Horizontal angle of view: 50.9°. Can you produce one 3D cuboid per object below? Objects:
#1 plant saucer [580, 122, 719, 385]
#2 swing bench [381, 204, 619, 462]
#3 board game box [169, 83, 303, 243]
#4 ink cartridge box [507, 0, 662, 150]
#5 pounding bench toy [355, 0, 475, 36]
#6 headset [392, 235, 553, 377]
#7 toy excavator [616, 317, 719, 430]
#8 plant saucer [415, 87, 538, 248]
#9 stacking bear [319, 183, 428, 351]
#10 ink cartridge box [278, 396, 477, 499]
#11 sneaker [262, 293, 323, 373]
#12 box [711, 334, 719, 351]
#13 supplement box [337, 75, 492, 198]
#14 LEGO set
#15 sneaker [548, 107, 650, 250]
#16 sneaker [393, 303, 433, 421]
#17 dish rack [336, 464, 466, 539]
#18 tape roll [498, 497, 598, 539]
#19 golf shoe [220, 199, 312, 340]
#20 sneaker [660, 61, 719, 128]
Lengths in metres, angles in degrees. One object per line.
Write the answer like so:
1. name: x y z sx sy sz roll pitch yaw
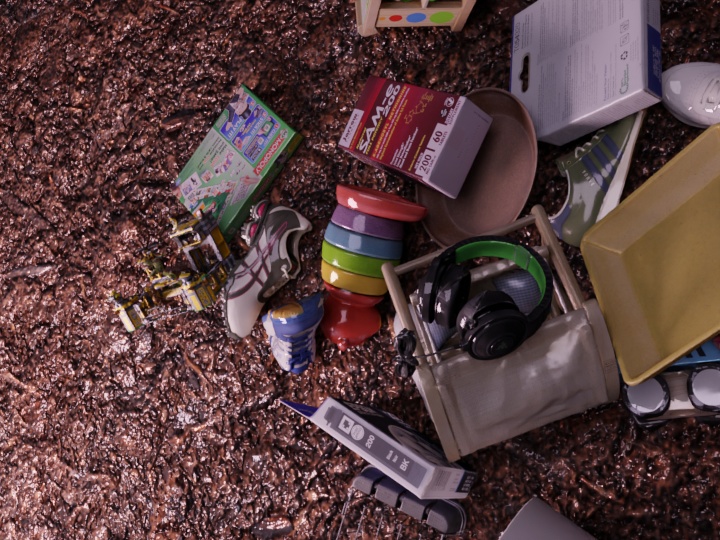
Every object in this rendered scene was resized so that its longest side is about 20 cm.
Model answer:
1. plant saucer: 0.327 -0.011 0.754 0.200 0.048 0.203 -46 35 37
2. swing bench: 0.149 0.069 0.826 0.195 0.131 0.203 -21 50 2
3. board game box: -0.190 -0.161 1.145 0.134 0.029 0.201 43 100 24
4. ink cartridge box: 0.261 -0.257 0.898 0.198 0.043 0.201 -20 60 54
5. pounding bench toy: 0.076 -0.386 1.008 0.152 0.200 0.128 -3 81 -7
6. headset: 0.103 0.031 0.733 0.123 0.095 0.199 34 62 31
7. toy excavator: 0.363 0.056 0.808 0.190 0.100 0.205 -10 69 23
8. plant saucer: 0.148 -0.121 0.938 0.198 0.036 0.206 -15 70 48
9. stacking bear: 0.000 0.000 0.981 0.121 0.111 0.205 -141 63 -69
10. ink cartridge box: 0.027 0.195 0.884 0.197 0.198 0.044 28 87 26
11. sneaker: -0.078 0.085 0.976 0.074 0.200 0.090 -15 85 -12
12. box: 0.449 0.036 0.712 0.198 0.096 0.100 -35 77 -14
13. supplement box: 0.064 -0.176 0.968 0.199 0.060 0.111 29 95 50
14. LEGO set: -0.278 -0.008 1.087 0.197 0.154 0.118 -13 112 34
15. sneaker: 0.274 -0.128 0.889 0.088 0.067 0.205 18 92 22
16. sneaker: 0.095 0.125 0.929 0.076 0.080 0.202 -37 66 17
17. dish rack: 0.031 0.362 0.935 0.151 0.054 0.205 18 91 29
18. tape roll: 0.188 0.360 0.776 0.138 0.202 0.206 30 94 25
19. golf shoe: -0.136 0.005 1.066 0.086 0.077 0.205 17 90 18
20. sneaker: 0.416 -0.187 0.814 0.197 0.099 0.076 27 95 28
